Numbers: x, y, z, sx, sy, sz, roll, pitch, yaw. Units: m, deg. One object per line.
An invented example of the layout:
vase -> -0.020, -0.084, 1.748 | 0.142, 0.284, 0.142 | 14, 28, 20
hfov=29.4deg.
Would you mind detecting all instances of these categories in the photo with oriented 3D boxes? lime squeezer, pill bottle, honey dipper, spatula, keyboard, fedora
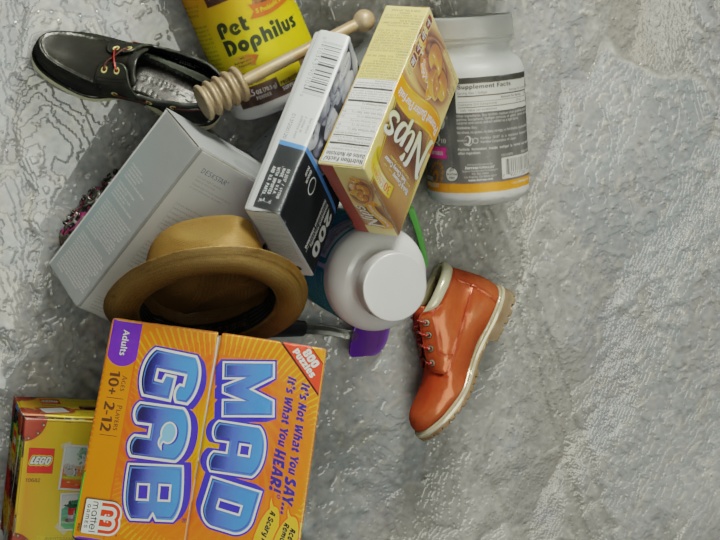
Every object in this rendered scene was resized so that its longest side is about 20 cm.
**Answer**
lime squeezer -> 0.026, -0.086, 1.529 | 0.200, 0.038, 0.071 | 38, 85, -23
pill bottle -> 0.000, 0.000, 1.446 | 0.110, 0.200, 0.112 | -4, 102, -20
honey dipper -> -0.072, -0.209, 1.355 | 0.199, 0.038, 0.038 | -30, 109, -17
spatula -> -0.046, 0.067, 1.517 | 0.198, 0.021, 0.057 | 4, 106, -32
keyboard -> -0.039, -0.179, 1.478 | 0.200, 0.056, 0.011 | -44, 142, -8
pill bottle -> -0.119, -0.264, 1.401 | 0.109, 0.109, 0.201 | -28, 108, -14
fedora -> -0.146, 0.005, 1.297 | 0.199, 0.201, 0.083 | 7, 58, -22
pill bottle -> 0.125, -0.178, 1.508 | 0.115, 0.116, 0.202 | -8, 102, -19

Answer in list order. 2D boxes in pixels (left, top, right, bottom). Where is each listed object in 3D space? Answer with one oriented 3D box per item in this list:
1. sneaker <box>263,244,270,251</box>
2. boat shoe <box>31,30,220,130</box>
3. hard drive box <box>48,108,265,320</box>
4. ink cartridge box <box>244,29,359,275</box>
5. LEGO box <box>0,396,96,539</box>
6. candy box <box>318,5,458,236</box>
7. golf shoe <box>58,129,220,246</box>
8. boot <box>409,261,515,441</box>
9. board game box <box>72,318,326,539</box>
sneaker -> -0.104, -0.034, 1.474 | 0.077, 0.078, 0.201 | 30, 95, -30
boat shoe -> -0.230, -0.201, 1.372 | 0.200, 0.063, 0.074 | 18, 65, -5
hard drive box -> -0.186, -0.037, 1.375 | 0.200, 0.077, 0.155 | -50, 141, 9
ink cartridge box -> -0.042, -0.103, 1.370 | 0.043, 0.200, 0.200 | 15, 71, 15
LEGO box -> -0.270, 0.218, 1.449 | 0.198, 0.077, 0.151 | 6, 98, -22
candy box -> 0.032, -0.151, 1.371 | 0.116, 0.055, 0.201 | 58, 46, -51
golf shoe -> -0.219, -0.073, 1.417 | 0.200, 0.073, 0.092 | -40, 111, -10
boot -> 0.088, 0.090, 1.571 | 0.107, 0.075, 0.201 | 29, 81, -20
board game box -> -0.147, 0.181, 1.302 | 0.198, 0.200, 0.202 | 8, 71, -2
